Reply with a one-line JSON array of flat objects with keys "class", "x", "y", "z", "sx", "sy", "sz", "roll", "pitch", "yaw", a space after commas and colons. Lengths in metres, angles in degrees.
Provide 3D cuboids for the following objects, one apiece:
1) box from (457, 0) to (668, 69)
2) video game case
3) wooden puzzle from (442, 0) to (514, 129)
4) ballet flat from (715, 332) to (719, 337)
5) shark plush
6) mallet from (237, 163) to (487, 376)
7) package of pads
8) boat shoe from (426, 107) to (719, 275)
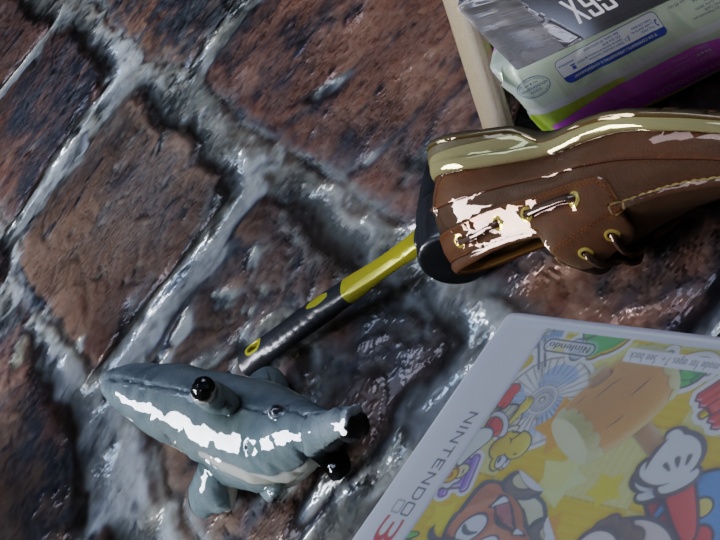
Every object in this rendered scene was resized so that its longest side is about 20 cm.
[{"class": "box", "x": 0.136, "y": -0.203, "z": 0.718, "sx": 0.157, "sy": 0.050, "sz": 0.201, "roll": -20, "pitch": 41, "yaw": 43}, {"class": "video game case", "x": 0.070, "y": 0.094, "z": 0.491, "sx": 0.199, "sy": 0.023, "sz": 0.182, "roll": 6, "pitch": 53, "yaw": 53}, {"class": "wooden puzzle", "x": 0.071, "y": -0.193, "z": 0.833, "sx": 0.037, "sy": 0.186, "sz": 0.201, "roll": -6, "pitch": 47, "yaw": 18}, {"class": "ballet flat", "x": 0.181, "y": 0.025, "z": 0.531, "sx": 0.200, "sy": 0.057, "sz": 0.067, "roll": -40, "pitch": 56, "yaw": 31}, {"class": "shark plush", "x": -0.063, "y": 0.083, "z": 0.784, "sx": 0.091, "sy": 0.083, "sz": 0.200, "roll": -55, "pitch": 27, "yaw": -9}, {"class": "mallet", "x": 0.000, "y": 0.000, "z": 0.846, "sx": 0.199, "sy": 0.041, "sz": 0.066, "roll": -30, "pitch": 37, "yaw": 44}, {"class": "package of pads", "x": 0.149, "y": -0.169, "z": 0.785, "sx": 0.154, "sy": 0.068, "sz": 0.201, "roll": -25, "pitch": 36, "yaw": 40}, {"class": "boat shoe", "x": 0.111, "y": -0.032, "z": 0.687, "sx": 0.199, "sy": 0.072, "sz": 0.068, "roll": -4, "pitch": 85, "yaw": 46}]
